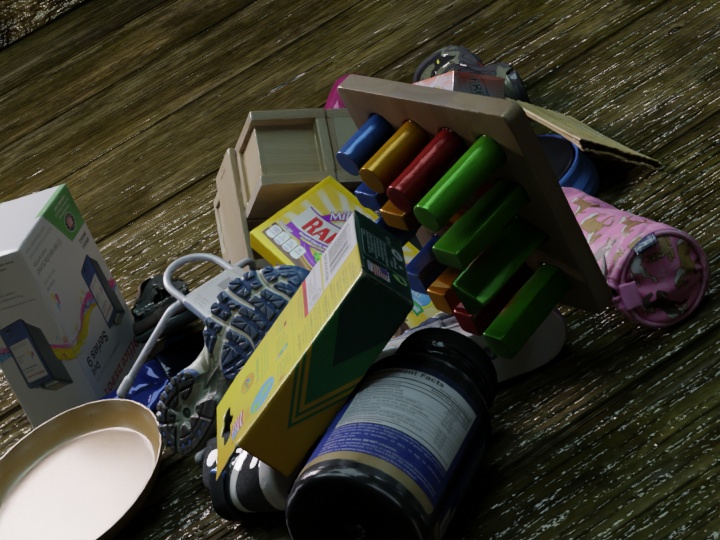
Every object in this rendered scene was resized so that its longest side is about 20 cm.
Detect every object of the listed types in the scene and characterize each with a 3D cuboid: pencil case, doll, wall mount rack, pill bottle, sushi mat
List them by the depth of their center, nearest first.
[{"bbox_3d":[0.031,0.132,1.350,0.111,0.113,0.200,-12,26,31],"label":"pill bottle"},{"bbox_3d":[0.204,-0.014,1.521,0.083,0.086,0.200,-59,25,1],"label":"pencil case"},{"bbox_3d":[-0.121,0.073,1.654,0.173,0.075,0.199,-34,48,-28],"label":"wall mount rack"},{"bbox_3d":[-0.177,0.097,1.742,0.199,0.049,0.136,-32,24,-12],"label":"doll"},{"bbox_3d":[0.212,-0.134,1.785,0.095,0.012,0.200,14,12,-21],"label":"sushi mat"}]

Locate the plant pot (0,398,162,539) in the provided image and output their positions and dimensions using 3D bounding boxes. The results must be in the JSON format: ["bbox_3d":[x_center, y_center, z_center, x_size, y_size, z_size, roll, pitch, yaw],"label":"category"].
[{"bbox_3d":[-0.255,0.194,1.606,0.198,0.028,0.201,-21,33,15],"label":"plant pot"}]

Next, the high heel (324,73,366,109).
[{"bbox_3d":[-0.032,-0.114,1.949,0.096,0.067,0.201,20,78,55],"label":"high heel"}]

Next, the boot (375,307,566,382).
[{"bbox_3d":[0.070,0.067,1.519,0.198,0.073,0.090,-17,18,0],"label":"boot"}]

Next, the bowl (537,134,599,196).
[{"bbox_3d":[0.131,-0.068,1.774,0.199,0.040,0.201,-22,23,10],"label":"bowl"}]

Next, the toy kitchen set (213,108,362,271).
[{"bbox_3d":[-0.038,-0.042,1.830,0.179,0.165,0.200,-4,-22,-17],"label":"toy kitchen set"}]

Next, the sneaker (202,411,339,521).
[{"bbox_3d":[-0.066,0.127,1.523,0.111,0.074,0.200,-15,23,35],"label":"sneaker"}]

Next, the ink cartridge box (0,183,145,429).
[{"bbox_3d":[-0.302,0.040,1.807,0.087,0.201,0.146,-14,24,19],"label":"ink cartridge box"}]

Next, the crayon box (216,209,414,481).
[{"bbox_3d":[-0.038,0.066,1.392,0.201,0.051,0.127,-54,16,17],"label":"crayon box"}]

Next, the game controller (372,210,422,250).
[{"bbox_3d":[0.090,-0.029,1.677,0.198,0.105,0.042,-16,-15,29],"label":"game controller"}]

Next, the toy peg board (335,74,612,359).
[{"bbox_3d":[0.064,-0.035,1.430,0.098,0.201,0.198,-46,36,-23],"label":"toy peg board"}]

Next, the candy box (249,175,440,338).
[{"bbox_3d":[0.000,0.000,1.655,0.102,0.027,0.200,-35,57,-24],"label":"candy box"}]

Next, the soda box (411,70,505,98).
[{"bbox_3d":[0.075,-0.157,1.917,0.063,0.069,0.200,6,-6,-25],"label":"soda box"}]

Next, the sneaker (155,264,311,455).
[{"bbox_3d":[-0.092,0.069,1.539,0.200,0.077,0.085,-49,-25,26],"label":"sneaker"}]

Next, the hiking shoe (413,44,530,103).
[{"bbox_3d":[0.099,-0.193,2.034,0.100,0.076,0.200,-31,23,-20],"label":"hiking shoe"}]

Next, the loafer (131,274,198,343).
[{"bbox_3d":[-0.199,0.033,1.804,0.071,0.063,0.200,-24,0,-10],"label":"loafer"}]
